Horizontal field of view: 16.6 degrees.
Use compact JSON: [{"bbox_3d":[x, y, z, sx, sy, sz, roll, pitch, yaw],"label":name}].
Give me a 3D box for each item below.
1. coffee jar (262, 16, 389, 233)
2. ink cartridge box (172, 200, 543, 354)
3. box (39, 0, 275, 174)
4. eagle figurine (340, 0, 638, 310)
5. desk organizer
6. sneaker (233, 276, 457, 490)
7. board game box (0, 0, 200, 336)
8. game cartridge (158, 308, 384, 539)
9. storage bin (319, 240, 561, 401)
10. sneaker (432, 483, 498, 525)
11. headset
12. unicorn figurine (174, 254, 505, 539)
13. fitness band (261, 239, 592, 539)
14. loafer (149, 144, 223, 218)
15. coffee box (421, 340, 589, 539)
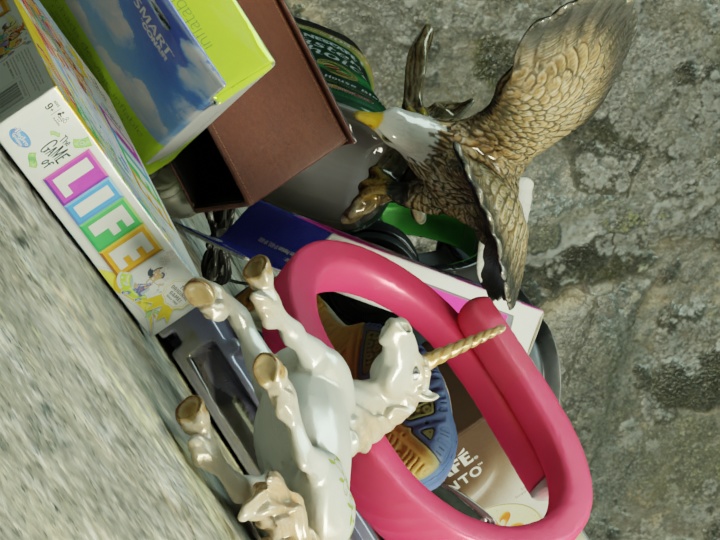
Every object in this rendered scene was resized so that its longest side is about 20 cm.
[{"bbox_3d":[-0.036,-0.098,1.556,0.104,0.086,0.200,17,17,-14],"label":"coffee jar"},{"bbox_3d":[0.000,0.000,1.397,0.199,0.037,0.095,18,4,-32],"label":"ink cartridge box"},{"bbox_3d":[-0.116,-0.122,1.256,0.122,0.048,0.200,56,-26,-1],"label":"box"},{"bbox_3d":[0.067,-0.060,1.318,0.200,0.150,0.153,-2,-78,57],"label":"eagle figurine"},{"bbox_3d":[-0.091,-0.136,1.341,0.072,0.077,0.201,-4,-63,58],"label":"desk organizer"},{"bbox_3d":[-0.001,0.074,1.322,0.200,0.075,0.088,39,-19,51],"label":"sneaker"},{"bbox_3d":[-0.141,-0.074,1.145,0.135,0.034,0.200,56,1,-37],"label":"board game box"},{"bbox_3d":[-0.028,0.100,1.188,0.201,0.038,0.130,57,5,7],"label":"game cartridge"},{"bbox_3d":[0.033,0.073,1.620,0.200,0.134,0.146,-121,-151,-59],"label":"storage bin"},{"bbox_3d":[0.054,0.181,1.308,0.200,0.075,0.116,58,5,27],"label":"sneaker"},{"bbox_3d":[-0.007,-0.021,1.574,0.123,0.199,0.094,-138,-135,-55],"label":"headset"},{"bbox_3d":[-0.021,0.059,1.064,0.138,0.074,0.201,54,40,-35],"label":"unicorn figurine"},{"bbox_3d":[0.031,0.065,1.200,0.143,0.037,0.200,-2,50,-43],"label":"fitness band"},{"bbox_3d":[-0.106,-0.065,1.477,0.070,0.070,0.200,47,4,-19],"label":"loafer"},{"bbox_3d":[0.058,0.144,1.486,0.200,0.114,0.080,54,3,-44],"label":"coffee box"}]
